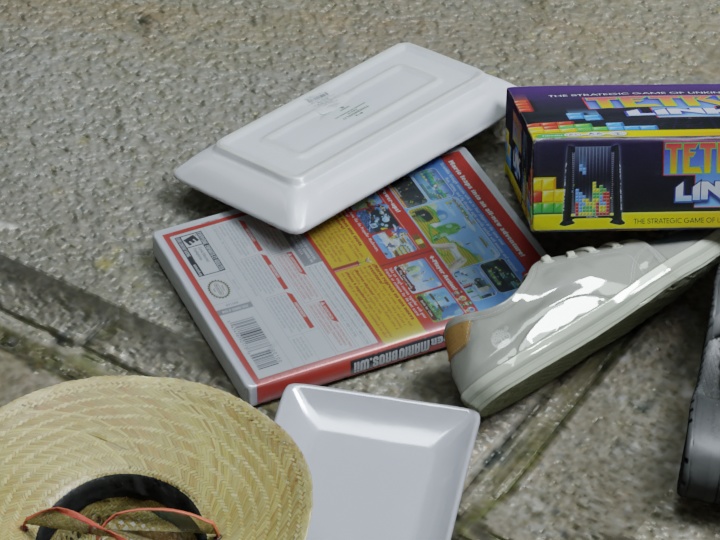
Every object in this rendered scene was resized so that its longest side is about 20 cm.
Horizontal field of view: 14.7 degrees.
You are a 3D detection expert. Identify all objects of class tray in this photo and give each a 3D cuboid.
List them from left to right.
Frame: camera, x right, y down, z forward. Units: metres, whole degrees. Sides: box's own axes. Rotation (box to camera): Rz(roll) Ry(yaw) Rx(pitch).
[{"bbox_3d":[-0.008,0.137,1.414,0.107,0.022,0.200,9,42,8],"label":"tray"},{"bbox_3d":[-0.004,-0.086,1.642,0.107,0.022,0.200,24,42,39],"label":"tray"}]

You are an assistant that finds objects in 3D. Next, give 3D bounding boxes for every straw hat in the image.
[{"bbox_3d":[-0.116,0.146,1.353,0.200,0.085,0.201,0,37,0],"label":"straw hat"}]

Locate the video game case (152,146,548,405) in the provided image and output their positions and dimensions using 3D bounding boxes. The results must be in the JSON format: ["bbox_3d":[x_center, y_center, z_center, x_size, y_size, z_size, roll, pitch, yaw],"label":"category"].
[{"bbox_3d":[0.000,0.000,1.575,0.199,0.017,0.143,-16,44,-18],"label":"video game case"}]

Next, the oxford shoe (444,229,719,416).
[{"bbox_3d":[0.126,0.011,1.518,0.200,0.075,0.058,-28,75,-25],"label":"oxford shoe"}]

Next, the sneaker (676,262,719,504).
[{"bbox_3d":[0.226,0.075,1.465,0.104,0.060,0.200,10,46,8],"label":"sneaker"}]

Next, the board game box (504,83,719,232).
[{"bbox_3d":[0.187,-0.066,1.575,0.199,0.057,0.165,-1,15,-3],"label":"board game box"}]
